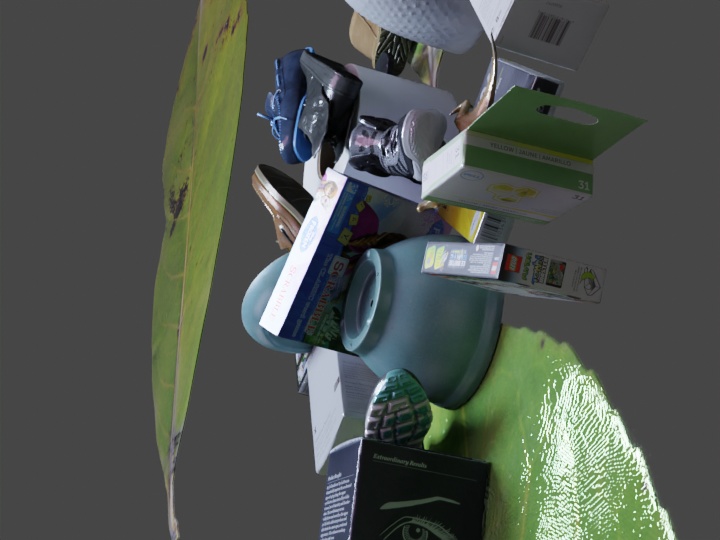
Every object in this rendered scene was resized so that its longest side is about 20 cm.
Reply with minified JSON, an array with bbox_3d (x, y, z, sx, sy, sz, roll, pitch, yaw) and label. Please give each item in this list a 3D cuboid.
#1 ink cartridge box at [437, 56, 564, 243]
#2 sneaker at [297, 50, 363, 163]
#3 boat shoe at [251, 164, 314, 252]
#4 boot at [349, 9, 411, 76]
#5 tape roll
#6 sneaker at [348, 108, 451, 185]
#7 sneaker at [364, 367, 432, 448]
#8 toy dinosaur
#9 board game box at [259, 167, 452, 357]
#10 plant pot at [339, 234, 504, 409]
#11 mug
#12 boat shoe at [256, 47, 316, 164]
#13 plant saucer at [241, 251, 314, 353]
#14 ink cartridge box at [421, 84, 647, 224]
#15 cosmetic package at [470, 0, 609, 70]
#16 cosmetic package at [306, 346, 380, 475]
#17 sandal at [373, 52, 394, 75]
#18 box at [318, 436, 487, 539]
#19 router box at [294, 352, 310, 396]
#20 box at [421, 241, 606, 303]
[{"bbox_3d":[0.147,-0.140,1.602,0.200,0.047,0.198,-135,62,-67],"label":"ink cartridge box"},{"bbox_3d":[-0.049,-0.207,1.762,0.104,0.060,0.200,-68,23,12],"label":"sneaker"},{"bbox_3d":[-0.079,-0.051,1.742,0.200,0.072,0.068,48,117,29],"label":"boat shoe"},{"bbox_3d":[0.037,-0.385,2.070,0.200,0.066,0.175,-113,43,-65],"label":"boot"},{"bbox_3d":[0.024,-0.153,1.824,0.203,0.139,0.203,-166,90,-72],"label":"tape roll"},{"bbox_3d":[0.038,-0.139,1.572,0.200,0.114,0.076,40,-116,-75],"label":"sneaker"},{"bbox_3d":[0.036,0.165,1.558,0.200,0.078,0.091,88,169,-47],"label":"sneaker"},{"bbox_3d":[0.121,-0.148,1.485,0.101,0.058,0.200,-78,10,-79],"label":"toy dinosaur"},{"bbox_3d":[0.000,0.000,1.662,0.041,0.199,0.200,30,99,43],"label":"board game box"},{"bbox_3d":[0.058,0.047,1.591,0.200,0.134,0.201,-167,90,-71],"label":"plant pot"},{"bbox_3d":[0.064,-0.381,1.809,0.200,0.175,0.148,-108,36,-58],"label":"mug"},{"bbox_3d":[-0.091,-0.209,1.852,0.200,0.069,0.084,-83,-19,-47],"label":"boat shoe"},{"bbox_3d":[-0.056,0.043,1.843,0.200,0.200,0.027,-64,37,34],"label":"plant saucer"},{"bbox_3d":[0.164,-0.106,1.365,0.200,0.145,0.048,146,132,-64],"label":"ink cartridge box"},{"bbox_3d":[0.180,-0.305,1.523,0.200,0.108,0.085,-105,33,-53],"label":"cosmetic package"},{"bbox_3d":[-0.012,0.157,1.805,0.200,0.081,0.113,-101,28,-50],"label":"cosmetic package"},{"bbox_3d":[0.036,-0.213,1.998,0.075,0.048,0.201,-118,32,-62],"label":"sandal"},{"bbox_3d":[0.039,0.286,1.460,0.104,0.148,0.200,144,138,-64],"label":"box"},{"bbox_3d":[-0.039,0.060,1.999,0.149,0.051,0.200,-100,29,-54],"label":"router box"},{"bbox_3d":[0.147,0.001,1.397,0.200,0.110,0.035,-174,98,-71],"label":"box"}]
